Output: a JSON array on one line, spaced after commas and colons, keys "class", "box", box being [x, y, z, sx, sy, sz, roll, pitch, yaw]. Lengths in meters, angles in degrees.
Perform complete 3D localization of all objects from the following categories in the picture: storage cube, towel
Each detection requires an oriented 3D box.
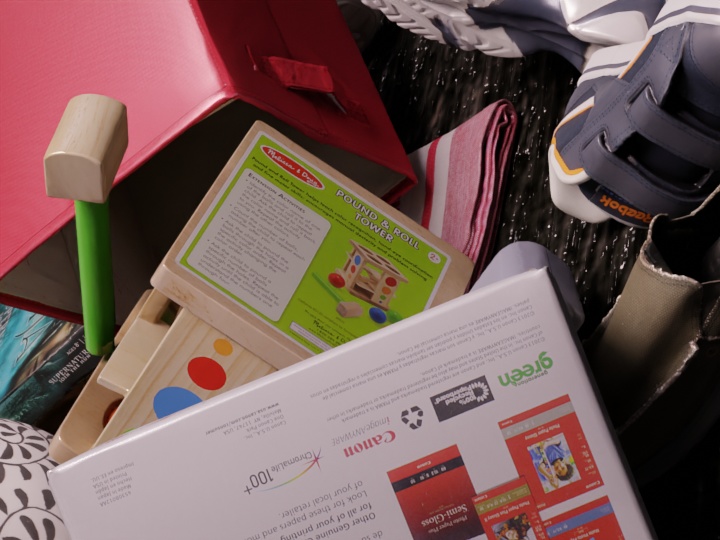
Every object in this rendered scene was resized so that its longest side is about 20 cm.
[{"class": "storage cube", "box": [-0.110, -0.088, 1.082, 0.200, 0.171, 0.180, -35, 61, 23]}, {"class": "towel", "box": [0.000, 0.000, 1.099, 0.200, 0.023, 0.145, -26, 40, 44]}]

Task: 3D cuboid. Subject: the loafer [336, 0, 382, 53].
[{"class": "loafer", "box": [-0.056, -0.147, 1.286, 0.200, 0.070, 0.070, -22, 52, 48]}]

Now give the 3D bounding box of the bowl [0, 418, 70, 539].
[{"class": "bowl", "box": [-0.166, 0.159, 1.087, 0.201, 0.094, 0.202, 167, 90, -76]}]

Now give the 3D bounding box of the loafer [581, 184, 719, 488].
[{"class": "loafer", "box": [0.128, 0.011, 0.834, 0.200, 0.070, 0.075, -48, 29, 15]}]

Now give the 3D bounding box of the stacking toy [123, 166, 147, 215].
[{"class": "stacking toy", "box": [-0.113, -0.004, 1.222, 0.109, 0.116, 0.201, -28, 53, 34]}]

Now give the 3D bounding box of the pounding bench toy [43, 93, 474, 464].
[{"class": "pounding bench toy", "box": [-0.081, 0.026, 0.959, 0.156, 0.200, 0.124, -53, 7, 39]}]

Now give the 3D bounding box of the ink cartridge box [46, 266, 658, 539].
[{"class": "ink cartridge box", "box": [0.009, 0.116, 0.780, 0.199, 0.176, 0.084, -21, -1, 0]}]

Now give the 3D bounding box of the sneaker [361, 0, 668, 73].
[{"class": "sneaker", "box": [0.084, -0.174, 0.995, 0.198, 0.080, 0.130, 18, 72, 21]}]

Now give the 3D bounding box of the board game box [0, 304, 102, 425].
[{"class": "board game box", "box": [-0.197, 0.029, 1.329, 0.135, 0.028, 0.200, -41, 22, 21]}]

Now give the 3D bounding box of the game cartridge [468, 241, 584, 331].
[{"class": "game cartridge", "box": [0.028, 0.081, 0.905, 0.200, 0.041, 0.133, -56, 1, 11]}]

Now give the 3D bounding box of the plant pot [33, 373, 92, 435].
[{"class": "plant pot", "box": [-0.210, 0.148, 1.272, 0.200, 0.027, 0.201, -37, 34, 32]}]

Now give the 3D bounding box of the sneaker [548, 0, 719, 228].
[{"class": "sneaker", "box": [0.136, -0.060, 0.871, 0.080, 0.078, 0.200, -65, 8, -10]}]
